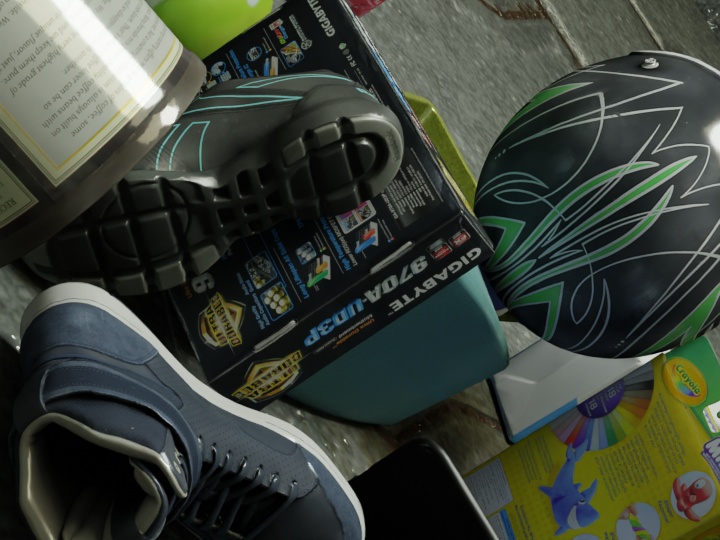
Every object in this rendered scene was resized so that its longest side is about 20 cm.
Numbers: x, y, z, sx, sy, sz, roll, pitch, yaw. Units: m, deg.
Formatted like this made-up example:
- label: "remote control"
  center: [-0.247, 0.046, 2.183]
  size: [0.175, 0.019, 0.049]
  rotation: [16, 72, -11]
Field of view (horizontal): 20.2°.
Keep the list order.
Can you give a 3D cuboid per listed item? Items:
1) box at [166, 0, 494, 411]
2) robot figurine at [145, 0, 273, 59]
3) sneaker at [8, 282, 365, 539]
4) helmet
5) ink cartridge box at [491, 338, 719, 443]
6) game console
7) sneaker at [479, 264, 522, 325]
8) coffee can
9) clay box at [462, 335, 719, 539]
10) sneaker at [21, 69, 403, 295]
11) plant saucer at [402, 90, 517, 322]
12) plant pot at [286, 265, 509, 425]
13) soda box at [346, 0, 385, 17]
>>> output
- label: "box"
  center: [-0.039, -0.044, 1.079]
  size: [0.046, 0.159, 0.200]
  rotation: [47, 11, -51]
- label: "robot figurine"
  center: [-0.131, -0.197, 1.205]
  size: [0.200, 0.116, 0.175]
  rotation: [57, 18, 0]
- label: "sneaker"
  center: [-0.076, 0.105, 0.914]
  size: [0.202, 0.077, 0.146]
  rotation: [38, 14, -20]
- label: "helmet"
  center: [0.167, -0.039, 1.241]
  size: [0.200, 0.200, 0.191]
  rotation: [58, 16, 4]
- label: "ink cartridge box"
  center: [0.200, 0.109, 1.495]
  size: [0.200, 0.115, 0.068]
  rotation: [37, 29, -44]
- label: "game console"
  center: [0.072, 0.184, 1.095]
  size: [0.200, 0.116, 0.176]
  rotation: [59, 21, 6]
- label: "sneaker"
  center: [0.116, -0.012, 1.391]
  size: [0.200, 0.088, 0.075]
  rotation: [10, 52, -61]
- label: "coffee can"
  center: [-0.189, -0.120, 0.916]
  size: [0.200, 0.146, 0.146]
  rotation: [50, 21, -18]
- label: "clay box"
  center: [0.154, 0.137, 1.227]
  size: [0.048, 0.200, 0.115]
  rotation: [33, 31, -48]
- label: "sneaker"
  center: [-0.079, -0.048, 1.021]
  size: [0.079, 0.200, 0.075]
  rotation: [-115, -170, -50]
- label: "plant saucer"
  center: [0.039, -0.041, 1.452]
  size: [0.200, 0.048, 0.200]
  rotation: [62, 21, 15]
- label: "plant pot"
  center: [0.000, 0.000, 1.190]
  size: [0.200, 0.141, 0.141]
  rotation: [48, 20, -50]
- label: "soda box"
  center: [-0.012, -0.263, 1.635]
  size: [0.063, 0.070, 0.200]
  rotation: [50, 21, -21]
